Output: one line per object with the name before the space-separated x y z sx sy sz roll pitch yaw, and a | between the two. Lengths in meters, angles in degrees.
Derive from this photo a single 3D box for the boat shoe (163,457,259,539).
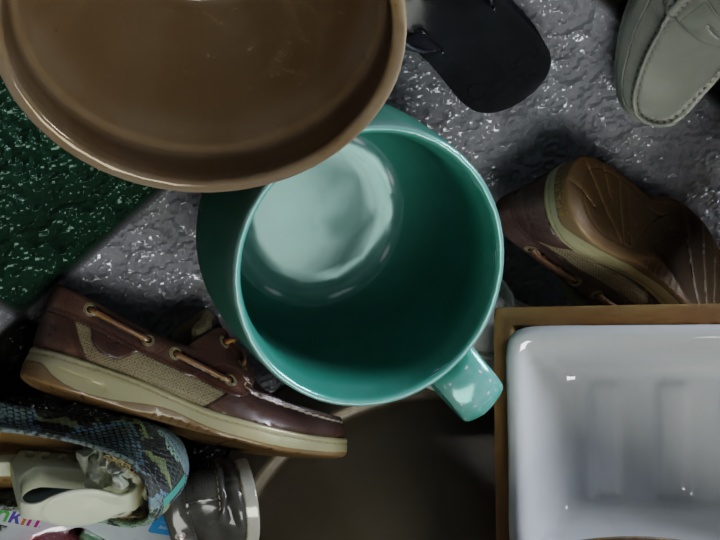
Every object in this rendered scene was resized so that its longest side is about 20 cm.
boat shoe | -0.094 0.181 1.505 0.057 0.067 0.200 -6 139 -10

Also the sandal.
sandal | 0.038 -0.142 1.316 0.076 0.043 0.200 -42 134 19

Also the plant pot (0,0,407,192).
plant pot | -0.078 -0.142 1.214 0.200 0.093 0.201 -1 130 -1

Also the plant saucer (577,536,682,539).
plant saucer | 0.142 0.213 1.417 0.199 0.035 0.201 0 144 0

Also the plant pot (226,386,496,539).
plant pot | 0.030 0.174 1.527 0.199 0.174 0.200 -11 135 -11

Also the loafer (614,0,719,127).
loafer | 0.196 -0.153 1.352 0.070 0.070 0.200 3 130 -25

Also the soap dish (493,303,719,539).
soap dish | 0.177 0.096 1.426 0.199 0.081 0.158 -1 94 8

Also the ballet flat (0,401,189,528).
ballet flat | -0.197 0.111 1.399 0.199 0.074 0.074 1 136 6

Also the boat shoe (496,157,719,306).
boat shoe | 0.152 -0.005 1.482 0.072 0.072 0.200 -18 151 34

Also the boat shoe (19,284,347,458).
boat shoe | -0.093 0.058 1.431 0.199 0.072 0.072 18 79 -20

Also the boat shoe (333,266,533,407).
boat shoe | 0.059 0.028 1.475 0.199 0.072 0.066 14 130 -23

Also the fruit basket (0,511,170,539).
fruit basket | -0.203 0.211 1.524 0.185 0.094 0.200 15 121 -34

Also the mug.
mug | -0.010 -0.003 1.352 0.151 0.114 0.186 -12 111 -16
